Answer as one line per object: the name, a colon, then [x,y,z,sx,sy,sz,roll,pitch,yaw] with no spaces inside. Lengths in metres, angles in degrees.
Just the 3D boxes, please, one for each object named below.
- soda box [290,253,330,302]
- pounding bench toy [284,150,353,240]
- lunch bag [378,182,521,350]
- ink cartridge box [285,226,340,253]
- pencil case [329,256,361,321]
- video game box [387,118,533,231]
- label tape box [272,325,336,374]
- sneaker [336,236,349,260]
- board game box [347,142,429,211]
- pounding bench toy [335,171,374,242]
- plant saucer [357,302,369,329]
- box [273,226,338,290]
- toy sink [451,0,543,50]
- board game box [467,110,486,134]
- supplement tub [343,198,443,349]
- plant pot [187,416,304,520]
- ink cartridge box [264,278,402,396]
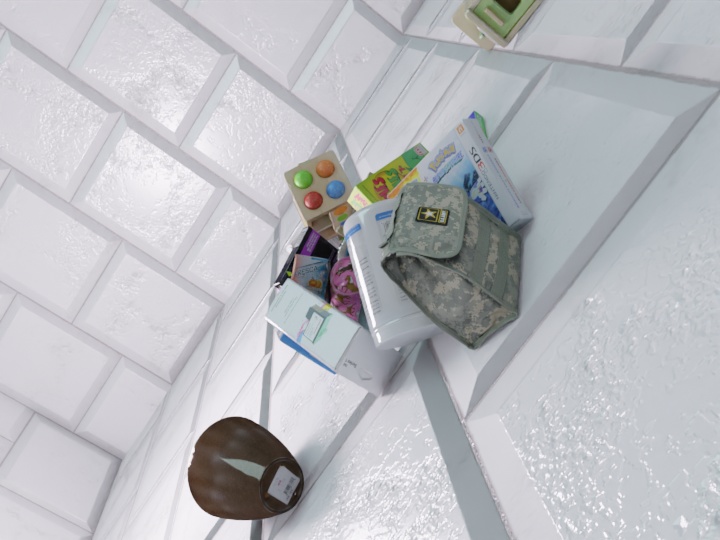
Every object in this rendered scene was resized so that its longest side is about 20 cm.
soda box: [-0.091,0.033,1.396,0.201,0.066,0.065,93,-173,-73]
pounding bench toy: [-0.099,-0.194,1.639,0.122,0.203,0.157,-25,-21,-4]
lunch bag: [0.122,-0.023,1.020,0.118,0.198,0.166,-44,18,39]
ink cartridge box: [-0.061,-0.076,1.752,0.201,0.146,0.085,-48,6,-14]
pencil case: [-0.020,0.057,1.404,0.202,0.080,0.089,93,172,-60]
video game box: [0.150,-0.102,1.156,0.200,0.046,0.185,-43,64,39]
label tape box: [-0.110,0.135,1.562,0.067,0.142,0.200,-56,15,2]
sneaker: [0.000,0.000,1.443,0.202,0.088,0.080,96,-162,-60]
board game box: [0.079,-0.150,1.363,0.199,0.102,0.048,-38,-11,-37]
pounding bench toy: [0.031,-0.096,1.488,0.158,0.122,0.200,-59,-6,-5]
plant saucer: [0.041,0.026,1.381,0.200,0.027,0.205,20,-91,-80]
box: [-0.071,0.025,1.551,0.036,0.199,0.145,-13,45,55]
toy sink: [0.315,-0.608,1.707,0.200,0.129,0.113,-47,18,32]
board game box: [0.206,-0.232,1.500,0.135,0.029,0.202,-51,16,28]
supplement tub: [0.056,0.005,1.132,0.131,0.129,0.205,-35,66,54]
plant pot: [-0.190,0.372,1.335,0.198,0.186,0.190,-5,52,53]
ink cartridge box: [-0.045,0.112,1.239,0.198,0.144,0.085,30,85,41]
